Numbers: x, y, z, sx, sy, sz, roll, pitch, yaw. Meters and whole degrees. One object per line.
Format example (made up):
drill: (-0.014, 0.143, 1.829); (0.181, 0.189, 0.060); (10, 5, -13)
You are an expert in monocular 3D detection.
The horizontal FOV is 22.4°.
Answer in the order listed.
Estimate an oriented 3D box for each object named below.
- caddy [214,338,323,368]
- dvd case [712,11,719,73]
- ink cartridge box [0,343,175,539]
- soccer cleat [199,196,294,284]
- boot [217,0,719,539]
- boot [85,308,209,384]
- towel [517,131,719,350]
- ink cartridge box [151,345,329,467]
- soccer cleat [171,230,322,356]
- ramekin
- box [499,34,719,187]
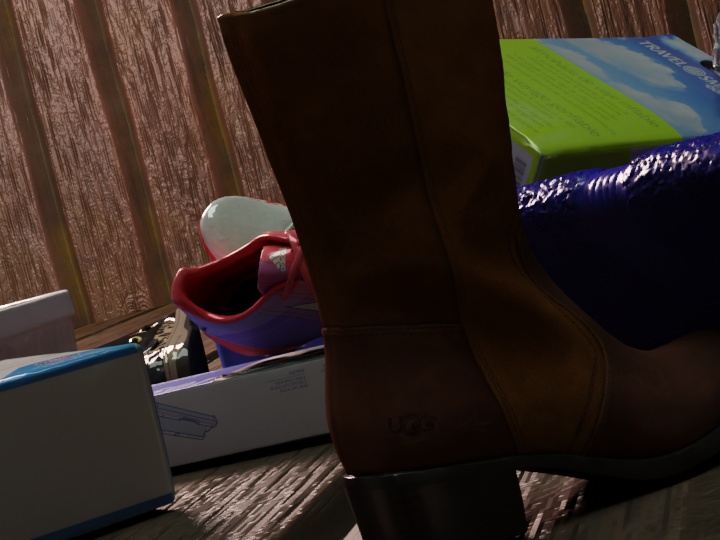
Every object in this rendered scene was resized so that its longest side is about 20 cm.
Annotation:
caddy: (-0.019, 0.021, 1.222); (0.140, 0.106, 0.200); (-12, 4, 33)
dvd case: (0.274, -0.075, 0.956); (0.016, 0.199, 0.149); (-61, -1, 19)
ink cartridge box: (-0.202, 0.097, 0.923); (0.144, 0.085, 0.199); (-16, 4, -30)
soccer cleat: (0.000, 0.000, 1.082); (0.199, 0.069, 0.085); (27, -37, -21)
boot: (0.052, -0.017, 0.650); (0.187, 0.202, 0.068); (-16, 4, -24)
boot: (-0.181, 0.082, 1.283); (0.149, 0.074, 0.200); (-15, 8, -3)
towel: (0.142, -0.006, 0.750); (0.147, 0.050, 0.199); (33, -24, -25)
ink cartridge box: (-0.052, 0.073, 1.020); (0.198, 0.045, 0.094); (-14, 1, 21)
soccer cleat: (-0.010, -0.001, 0.980); (0.199, 0.067, 0.076); (-18, -28, 31)
ramekin: (-0.302, 0.090, 1.369); (0.198, 0.106, 0.200); (-15, 2, 1)
box: (0.120, -0.074, 0.910); (0.199, 0.048, 0.122); (-7, 34, -37)
